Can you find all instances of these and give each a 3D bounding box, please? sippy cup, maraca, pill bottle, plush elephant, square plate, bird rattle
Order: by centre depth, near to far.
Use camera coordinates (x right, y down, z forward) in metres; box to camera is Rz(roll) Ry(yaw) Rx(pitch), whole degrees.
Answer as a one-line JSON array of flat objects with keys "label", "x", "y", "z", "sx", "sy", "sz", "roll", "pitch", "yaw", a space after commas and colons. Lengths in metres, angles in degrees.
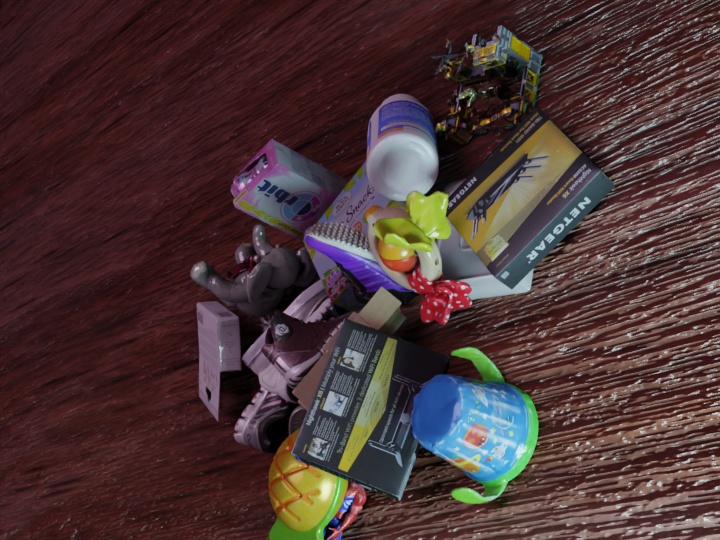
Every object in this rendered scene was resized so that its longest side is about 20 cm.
[{"label": "sippy cup", "x": 0.139, "y": 0.197, "z": 1.411, "sx": 0.140, "sy": 0.130, "sz": 0.178, "roll": -52, "pitch": 39, "yaw": 16}, {"label": "bird rattle", "x": 0.079, "y": -0.023, "z": 1.543, "sx": 0.113, "sy": 0.201, "sz": 0.162, "roll": -43, "pitch": 42, "yaw": -22}, {"label": "maraca", "x": -0.079, "y": 0.322, "z": 1.563, "sx": 0.136, "sy": 0.106, "sz": 0.203, "roll": 3, "pitch": 80, "yaw": 47}, {"label": "square plate", "x": 0.176, "y": -0.057, "z": 1.586, "sx": 0.197, "sy": 0.028, "sz": 0.203, "roll": -11, "pitch": 63, "yaw": 48}, {"label": "pill bottle", "x": 0.065, "y": -0.200, "z": 1.698, "sx": 0.112, "sy": 0.112, "sz": 0.201, "roll": -45, "pitch": 19, "yaw": 24}, {"label": "plush elephant", "x": -0.167, "y": 0.000, "z": 1.870, "sx": 0.200, "sy": 0.164, "sz": 0.155, "roll": 50, "pitch": 127, "yaw": 20}]

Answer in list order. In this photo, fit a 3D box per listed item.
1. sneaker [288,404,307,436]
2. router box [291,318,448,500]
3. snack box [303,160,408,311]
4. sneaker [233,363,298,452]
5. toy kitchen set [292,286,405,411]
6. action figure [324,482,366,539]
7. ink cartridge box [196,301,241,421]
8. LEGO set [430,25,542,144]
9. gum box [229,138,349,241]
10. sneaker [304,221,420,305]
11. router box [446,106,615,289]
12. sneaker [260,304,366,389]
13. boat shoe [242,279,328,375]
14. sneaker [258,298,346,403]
[{"label": "sneaker", "x": -0.073, "y": 0.293, "z": 1.679, "sx": 0.106, "sy": 0.074, "sz": 0.203, "roll": -45, "pitch": -39, "yaw": -77}, {"label": "router box", "x": 0.015, "y": 0.188, "z": 1.481, "sx": 0.155, "sy": 0.052, "sz": 0.202, "roll": 20, "pitch": 75, "yaw": 11}, {"label": "snack box", "x": 0.009, "y": -0.061, "z": 1.759, "sx": 0.200, "sy": 0.067, "sz": 0.169, "roll": -48, "pitch": 40, "yaw": 19}, {"label": "sneaker", "x": -0.120, "y": 0.211, "z": 1.769, "sx": 0.087, "sy": 0.074, "sz": 0.201, "roll": 29, "pitch": 82, "yaw": 33}, {"label": "toy kitchen set", "x": 0.034, "y": 0.172, "z": 1.606, "sx": 0.180, "sy": 0.163, "sz": 0.200, "roll": 38, "pitch": 79, "yaw": 15}, {"label": "action figure", "x": -0.041, "y": 0.377, "z": 1.603, "sx": 0.065, "sy": 0.051, "sz": 0.202, "roll": 21, "pitch": 85, "yaw": 56}, {"label": "ink cartridge box", "x": -0.252, "y": 0.156, "z": 1.932, "sx": 0.200, "sy": 0.044, "sz": 0.179, "roll": -160, "pitch": 68, "yaw": -71}, {"label": "LEGO set", "x": 0.174, "y": -0.279, "z": 1.633, "sx": 0.199, "sy": 0.115, "sz": 0.156, "roll": 5, "pitch": 74, "yaw": 52}, {"label": "gum box", "x": -0.114, "y": -0.129, "z": 1.833, "sx": 0.113, "sy": 0.199, "sz": 0.067, "roll": -41, "pitch": 43, "yaw": 26}, {"label": "sneaker", "x": 0.000, "y": 0.000, "z": 1.653, "sx": 0.070, "sy": 0.198, "sz": 0.101, "roll": -72, "pitch": 2, "yaw": -67}, {"label": "router box", "x": 0.224, "y": -0.100, "z": 1.494, "sx": 0.200, "sy": 0.052, "sz": 0.158, "roll": -46, "pitch": 49, "yaw": 12}, {"label": "sneaker", "x": -0.073, "y": 0.084, "z": 1.655, "sx": 0.115, "sy": 0.200, "sz": 0.076, "roll": 38, "pitch": 137, "yaw": 15}, {"label": "boat shoe", "x": -0.108, "y": 0.099, "z": 1.815, "sx": 0.066, "sy": 0.072, "sz": 0.200, "roll": 44, "pitch": 85, "yaw": 8}, {"label": "sneaker", "x": -0.091, "y": 0.116, "z": 1.729, "sx": 0.080, "sy": 0.076, "sz": 0.201, "roll": 7, "pitch": 48, "yaw": 37}]
